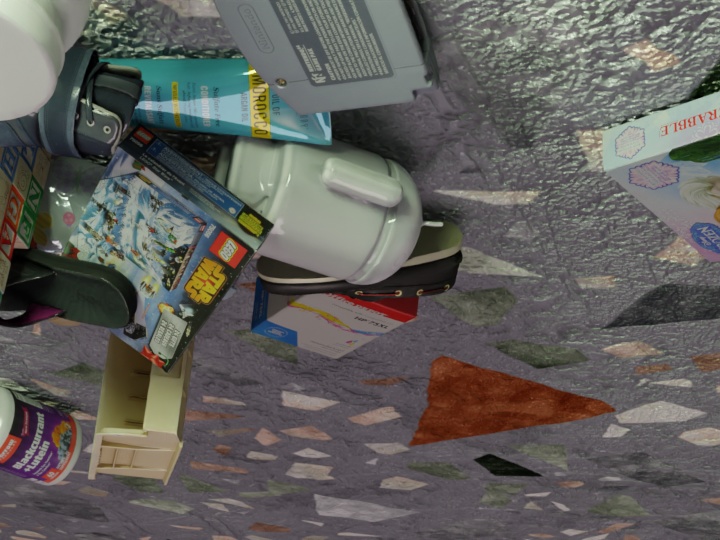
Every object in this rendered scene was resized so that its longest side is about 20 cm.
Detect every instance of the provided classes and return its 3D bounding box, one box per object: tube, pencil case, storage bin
[{"bbox_3d":[-0.121,-0.139,0.936,0.197,0.051,0.078,2,130,3],"label":"tube"},{"bbox_3d":[-0.200,-0.038,1.073,0.197,0.092,0.083,15,160,7],"label":"pencil case"},{"bbox_3d":[-0.240,0.115,1.312,0.092,0.203,0.199,9,155,-11],"label":"storage bin"}]

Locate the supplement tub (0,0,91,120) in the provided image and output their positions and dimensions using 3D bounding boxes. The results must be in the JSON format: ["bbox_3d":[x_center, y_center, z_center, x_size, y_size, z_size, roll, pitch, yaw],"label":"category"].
[{"bbox_3d":[-0.209,-0.200,0.647,0.138,0.203,0.141,4,155,2],"label":"supplement tub"}]

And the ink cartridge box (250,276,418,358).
[{"bbox_3d":[-0.018,0.020,1.224,0.115,0.068,0.199,19,151,-26],"label":"ink cartridge box"}]

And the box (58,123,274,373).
[{"bbox_3d":[-0.173,-0.012,0.992,0.136,0.040,0.200,37,134,-5],"label":"box"}]

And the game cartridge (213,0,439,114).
[{"bbox_3d":[-0.031,-0.186,0.817,0.131,0.042,0.201,0,149,19],"label":"game cartridge"}]

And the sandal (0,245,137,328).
[{"bbox_3d":[-0.288,0.018,1.016,0.198,0.048,0.076,5,129,25],"label":"sandal"}]

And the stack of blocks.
[{"bbox_3d":[-0.315,-0.059,0.965,0.058,0.203,0.116,1,154,8],"label":"stack of blocks"}]

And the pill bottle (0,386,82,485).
[{"bbox_3d":[-0.516,0.236,1.724,0.110,0.113,0.199,-14,149,35],"label":"pill bottle"}]

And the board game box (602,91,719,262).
[{"bbox_3d":[0.334,-0.083,0.967,0.198,0.042,0.199,-17,146,39],"label":"board game box"}]

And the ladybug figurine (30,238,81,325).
[{"bbox_3d":[-0.326,-0.007,1.163,0.135,0.072,0.199,38,171,-40],"label":"ladybug figurine"}]

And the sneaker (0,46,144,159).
[{"bbox_3d":[-0.229,-0.162,0.840,0.144,0.078,0.204,11,142,4],"label":"sneaker"}]

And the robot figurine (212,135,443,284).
[{"bbox_3d":[-0.029,-0.056,1.014,0.198,0.115,0.169,18,164,-24],"label":"robot figurine"}]

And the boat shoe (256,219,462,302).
[{"bbox_3d":[0.001,0.002,1.111,0.198,0.074,0.064,-8,127,-14],"label":"boat shoe"}]
